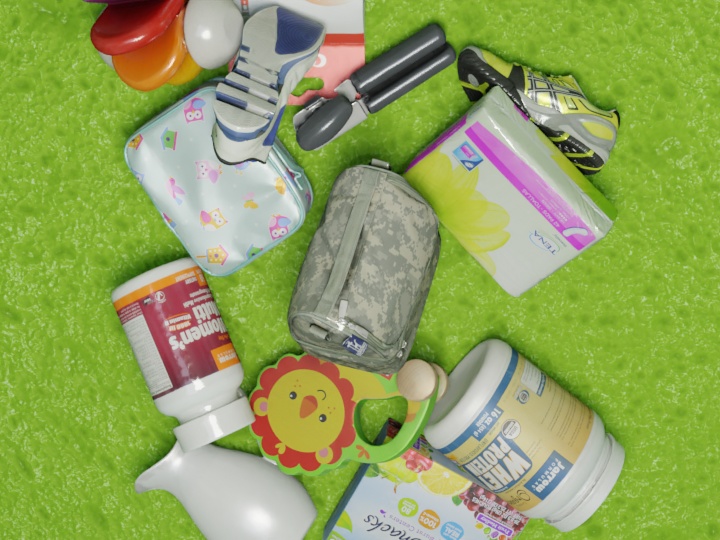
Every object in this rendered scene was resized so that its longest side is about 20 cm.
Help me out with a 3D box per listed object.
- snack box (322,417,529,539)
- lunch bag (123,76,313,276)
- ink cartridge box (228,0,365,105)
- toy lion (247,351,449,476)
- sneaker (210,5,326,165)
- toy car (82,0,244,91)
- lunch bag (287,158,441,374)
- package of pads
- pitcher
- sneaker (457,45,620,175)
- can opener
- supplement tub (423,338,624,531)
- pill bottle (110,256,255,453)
[{"bbox_3d":[0.078,0.299,1.733,0.199,0.068,0.170,29,105,-4],"label":"snack box"},{"bbox_3d":[-0.151,-0.104,1.622,0.160,0.077,0.201,-32,102,14],"label":"lunch bag"},{"bbox_3d":[-0.074,-0.278,1.586,0.160,0.050,0.202,0,103,3],"label":"ink cartridge box"},{"bbox_3d":[-0.025,0.154,1.655,0.199,0.069,0.193,28,93,19],"label":"toy lion"},{"bbox_3d":[-0.112,-0.182,1.532,0.080,0.200,0.116,26,140,0],"label":"sneaker"},{"bbox_3d":[-0.229,-0.286,1.519,0.173,0.150,0.202,0,108,31],"label":"toy car"},{"bbox_3d":[0.000,0.000,1.556,0.138,0.168,0.202,15,74,16],"label":"lunch bag"},{"bbox_3d":[0.159,-0.080,1.592,0.200,0.068,0.154,45,131,-9],"label":"package of pads"},{"bbox_3d":[-0.140,0.244,1.713,0.199,0.121,0.172,33,90,5],"label":"pitcher"},{"bbox_3d":[0.194,-0.187,1.596,0.199,0.075,0.077,36,69,0],"label":"sneaker"},{"bbox_3d":[0.016,-0.191,1.583,0.199,0.067,0.053,-32,124,5],"label":"can opener"},{"bbox_3d":[0.187,0.189,1.655,0.199,0.145,0.145,37,105,-7],"label":"supplement tub"},{"bbox_3d":[-0.198,0.096,1.645,0.109,0.110,0.202,-24,88,10],"label":"pill bottle"}]
